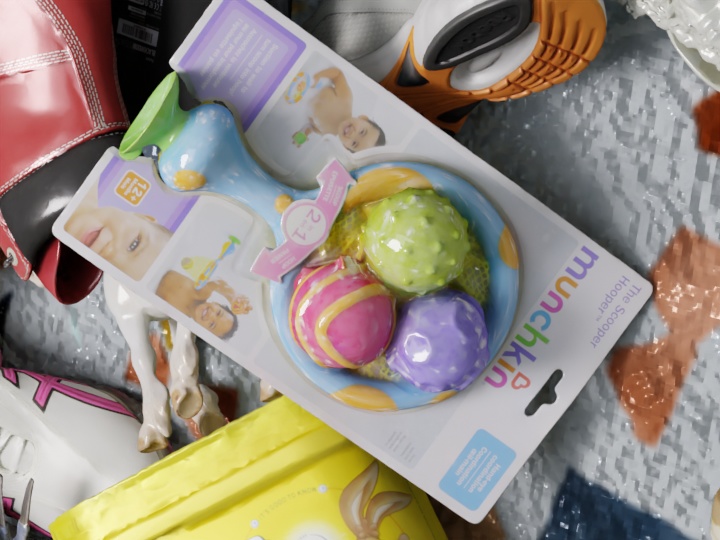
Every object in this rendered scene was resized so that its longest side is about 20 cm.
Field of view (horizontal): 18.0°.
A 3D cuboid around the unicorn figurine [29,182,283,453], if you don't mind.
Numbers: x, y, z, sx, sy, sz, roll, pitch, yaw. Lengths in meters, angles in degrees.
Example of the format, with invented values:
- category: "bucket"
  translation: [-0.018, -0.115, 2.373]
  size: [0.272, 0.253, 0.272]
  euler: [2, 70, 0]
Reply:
- category: "unicorn figurine"
  translation: [-0.085, 0.003, 0.950]
  size: [0.200, 0.074, 0.138]
  euler: [-26, 72, 44]

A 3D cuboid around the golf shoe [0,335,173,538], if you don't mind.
- category: "golf shoe"
  translation: [-0.169, 0.072, 1.008]
  size: [0.199, 0.092, 0.073]
  euler: [27, 108, 28]

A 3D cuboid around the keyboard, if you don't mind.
- category: "keyboard"
  translation: [-0.074, -0.109, 0.930]
  size: [0.200, 0.039, 0.105]
  euler: [25, 108, 53]

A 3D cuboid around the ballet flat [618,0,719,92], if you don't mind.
- category: "ballet flat"
  translation: [0.160, -0.070, 0.785]
  size: [0.200, 0.072, 0.072]
  euler: [45, 119, 24]

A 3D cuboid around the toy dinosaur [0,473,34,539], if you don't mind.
- category: "toy dinosaur"
  translation: [-0.158, 0.195, 0.945]
  size: [0.180, 0.105, 0.201]
  euler: [12, 117, -9]

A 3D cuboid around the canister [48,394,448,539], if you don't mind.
- category: "canister"
  translation: [-0.017, 0.159, 0.900]
  size: [0.148, 0.087, 0.201]
  euler: [-28, 81, 10]

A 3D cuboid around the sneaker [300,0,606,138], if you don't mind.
- category: "sneaker"
  translation: [0.018, -0.099, 0.878]
  size: [0.199, 0.075, 0.093]
  euler: [-23, 56, 43]

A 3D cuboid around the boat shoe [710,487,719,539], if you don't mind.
- category: "boat shoe"
  translation: [0.207, 0.136, 0.772]
  size: [0.199, 0.074, 0.070]
  euler: [26, 122, 31]

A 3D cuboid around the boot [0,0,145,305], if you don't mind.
- category: "boot"
  translation: [-0.168, -0.043, 0.930]
  size: [0.199, 0.072, 0.145]
  euler: [-22, 81, 39]

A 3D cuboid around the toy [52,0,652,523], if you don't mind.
- category: "toy"
  translation: [0.000, 0.000, 0.827]
  size: [0.200, 0.047, 0.115]
  euler: [35, 98, -10]

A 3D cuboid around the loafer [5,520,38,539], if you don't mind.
- category: "loafer"
  translation: [-0.193, 0.134, 0.995]
  size: [0.200, 0.072, 0.073]
  euler: [45, 145, -23]
